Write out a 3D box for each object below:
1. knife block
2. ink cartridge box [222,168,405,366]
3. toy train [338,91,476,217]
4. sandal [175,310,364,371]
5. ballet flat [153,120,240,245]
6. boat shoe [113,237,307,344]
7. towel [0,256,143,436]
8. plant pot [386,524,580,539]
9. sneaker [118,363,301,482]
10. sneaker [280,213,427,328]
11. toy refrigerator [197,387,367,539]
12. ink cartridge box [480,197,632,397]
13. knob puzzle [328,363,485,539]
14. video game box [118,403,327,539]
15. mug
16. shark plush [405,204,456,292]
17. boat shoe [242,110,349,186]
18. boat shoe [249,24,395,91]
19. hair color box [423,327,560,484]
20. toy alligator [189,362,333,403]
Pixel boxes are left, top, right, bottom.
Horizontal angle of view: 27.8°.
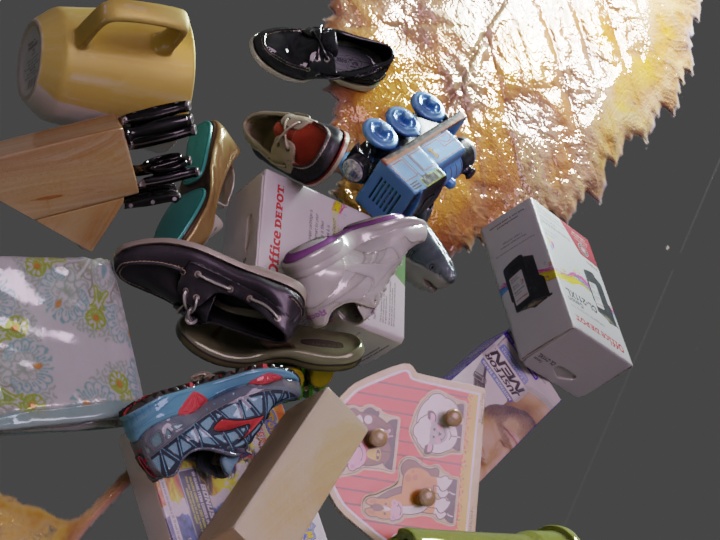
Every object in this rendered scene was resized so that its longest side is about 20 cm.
[{"bbox_3d":[-0.261,-0.120,1.427,0.199,0.176,0.064,31,6,-24],"label":"knife block"},{"bbox_3d":[-0.051,-0.001,1.600,0.199,0.084,0.146,23,54,-30],"label":"ink cartridge box"},{"bbox_3d":[0.059,-0.128,1.676,0.114,0.087,0.200,46,40,9],"label":"toy train"},{"bbox_3d":[-0.092,0.061,1.507,0.199,0.058,0.080,4,29,-14],"label":"sandal"},{"bbox_3d":[-0.166,-0.074,1.558,0.063,0.068,0.201,42,46,-34],"label":"ballet flat"},{"bbox_3d":[-0.153,0.023,1.443,0.198,0.073,0.063,15,53,-2],"label":"boat shoe"},{"bbox_3d":[-0.304,0.068,1.371,0.199,0.048,0.173,1,67,-40],"label":"towel"},{"bbox_3d":[0.111,0.346,1.493,0.183,0.200,0.202,15,57,-20],"label":"plant pot"},{"bbox_3d":[-0.137,0.151,1.401,0.199,0.079,0.096,-14,85,-37],"label":"sneaker"},{"bbox_3d":[0.000,0.000,1.545,0.199,0.075,0.100,-24,97,-40],"label":"sneaker"},{"bbox_3d":[-0.073,0.212,1.407,0.070,0.076,0.200,46,44,-10],"label":"toy refrigerator"},{"bbox_3d":[0.240,0.034,1.783,0.145,0.083,0.201,31,35,-44],"label":"ink cartridge box"},{"bbox_3d":[0.040,0.197,1.560,0.218,0.030,0.222,4,78,-19],"label":"knob puzzle"},{"bbox_3d":[-0.126,0.238,1.432,0.181,0.047,0.202,-6,71,-45],"label":"video game box"},{"bbox_3d":[-0.260,-0.219,1.486,0.152,0.188,0.150,5,35,-29],"label":"mug"},{"bbox_3d":[0.070,-0.063,1.738,0.090,0.083,0.202,17,56,-31],"label":"shark plush"},{"bbox_3d":[-0.073,-0.141,1.597,0.062,0.200,0.071,35,86,-25],"label":"boat shoe"},{"bbox_3d":[-0.040,-0.266,1.768,0.198,0.066,0.075,12,60,-36],"label":"boat shoe"},{"bbox_3d":[0.139,0.162,1.690,0.200,0.065,0.110,-36,92,-44],"label":"hair color box"},{"bbox_3d":[-0.095,0.117,1.526,0.199,0.059,0.055,-11,119,-37],"label":"toy alligator"}]
